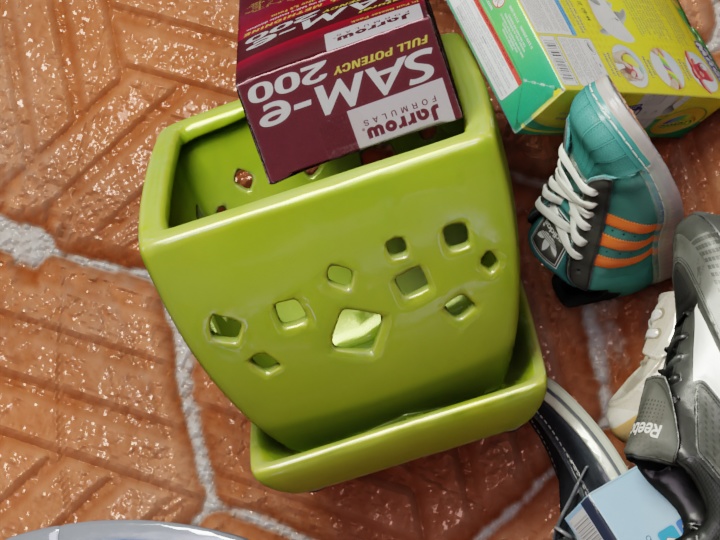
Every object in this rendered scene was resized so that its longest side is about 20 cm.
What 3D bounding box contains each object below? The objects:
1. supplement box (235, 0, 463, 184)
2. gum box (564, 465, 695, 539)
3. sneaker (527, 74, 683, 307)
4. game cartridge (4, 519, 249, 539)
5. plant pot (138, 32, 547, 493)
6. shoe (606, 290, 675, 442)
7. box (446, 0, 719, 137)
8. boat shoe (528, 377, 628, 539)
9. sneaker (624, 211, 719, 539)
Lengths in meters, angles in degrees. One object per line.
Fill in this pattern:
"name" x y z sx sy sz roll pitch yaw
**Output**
"supplement box" -0.010 -0.123 1.021 0.108 0.200 0.061 -19 113 5
"gum box" 0.239 0.156 1.015 0.199 0.045 0.171 -27 74 -23
"sneaker" 0.132 -0.032 1.040 0.079 0.200 0.072 -28 60 -1
"game cartridge" -0.128 0.218 1.116 0.197 0.042 0.135 2 82 11
"plant pot" 0.000 0.000 1.049 0.198 0.199 0.183 -18 112 5
"shoe" 0.203 0.015 1.084 0.053 0.070 0.200 41 78 3
"box" 0.138 -0.138 1.087 0.048 0.199 0.118 -40 66 38
"boat shoe" 0.137 0.155 1.064 0.062 0.075 0.202 -25 79 -3
"sneaker" 0.178 0.068 0.970 0.089 0.066 0.202 -7 78 -13
